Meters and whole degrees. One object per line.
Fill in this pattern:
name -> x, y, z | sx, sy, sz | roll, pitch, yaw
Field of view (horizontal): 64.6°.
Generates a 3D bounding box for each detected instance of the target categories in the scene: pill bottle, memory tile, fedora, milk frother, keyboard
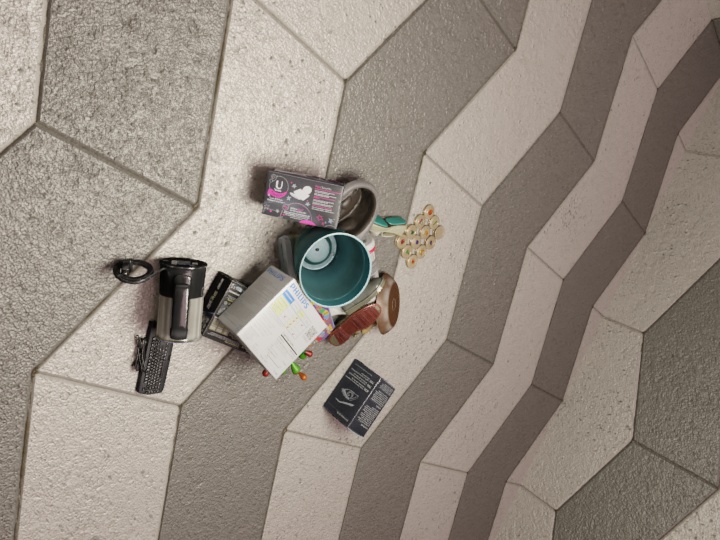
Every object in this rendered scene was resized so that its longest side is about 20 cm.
pill bottle -> 0.000, 0.000, 1.771 | 0.110, 0.110, 0.203 | -25, 122, -30
memory tile -> 0.207, -0.116, 1.966 | 0.200, 0.017, 0.154 | -46, 131, -17
fedora -> -0.038, -0.179, 1.677 | 0.175, 0.090, 0.202 | 22, 99, -42
milk frother -> -0.483, 0.071, 1.374 | 0.196, 0.181, 0.192 | 7, 100, -1
keyboard -> -0.530, 0.230, 1.459 | 0.103, 0.039, 0.204 | 4, 104, -42

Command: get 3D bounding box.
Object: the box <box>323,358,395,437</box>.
box -> -0.005, 0.429, 1.919 | 0.201, 0.147, 0.104 | -54, 133, -8

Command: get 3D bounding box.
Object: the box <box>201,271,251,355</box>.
box -> -0.331, 0.122, 1.553 | 0.199, 0.086, 0.166 | 31, 87, -43

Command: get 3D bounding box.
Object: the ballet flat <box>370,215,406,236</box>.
ballet flat -> 0.070, -0.138, 1.812 | 0.198, 0.069, 0.071 | 3, 106, -42

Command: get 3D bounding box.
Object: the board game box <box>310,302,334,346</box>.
board game box -> -0.152, 0.178, 1.708 | 0.156, 0.039, 0.202 | -23, 138, -10

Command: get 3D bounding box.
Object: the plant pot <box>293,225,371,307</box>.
plant pot -> -0.093, -0.030, 1.536 | 0.196, 0.188, 0.204 | -8, 112, -19

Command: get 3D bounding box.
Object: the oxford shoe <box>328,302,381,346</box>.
oxford shoe -> -0.022, 0.154, 1.798 | 0.198, 0.075, 0.071 | -33, 115, 12

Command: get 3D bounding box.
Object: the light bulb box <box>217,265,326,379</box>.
light bulb box -> -0.228, 0.135, 1.501 | 0.200, 0.124, 0.200 | -45, 130, -17

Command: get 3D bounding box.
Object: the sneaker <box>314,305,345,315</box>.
sneaker -> -0.105, 0.112, 1.770 | 0.198, 0.073, 0.085 | 16, 124, -47

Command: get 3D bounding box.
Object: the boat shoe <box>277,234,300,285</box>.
boat shoe -> -0.192, -0.005, 1.631 | 0.061, 0.072, 0.204 | -15, 114, -32

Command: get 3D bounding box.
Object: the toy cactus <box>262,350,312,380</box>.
toy cactus -> -0.190, 0.236, 1.631 | 0.199, 0.102, 0.167 | 8, 115, -57

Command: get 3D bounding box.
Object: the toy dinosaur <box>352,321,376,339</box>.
toy dinosaur -> 0.041, 0.171, 1.929 | 0.198, 0.058, 0.102 | -13, 132, -42

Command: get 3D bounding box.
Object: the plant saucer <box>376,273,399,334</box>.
plant saucer -> 0.096, 0.111, 1.879 | 0.200, 0.036, 0.205 | 2, 90, -70

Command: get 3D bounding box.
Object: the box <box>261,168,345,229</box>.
box -> -0.145, -0.193, 1.495 | 0.196, 0.132, 0.117 | 12, 103, -3

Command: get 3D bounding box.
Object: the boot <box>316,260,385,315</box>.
boot -> -0.049, 0.020, 1.689 | 0.181, 0.073, 0.201 | -38, 103, 15
